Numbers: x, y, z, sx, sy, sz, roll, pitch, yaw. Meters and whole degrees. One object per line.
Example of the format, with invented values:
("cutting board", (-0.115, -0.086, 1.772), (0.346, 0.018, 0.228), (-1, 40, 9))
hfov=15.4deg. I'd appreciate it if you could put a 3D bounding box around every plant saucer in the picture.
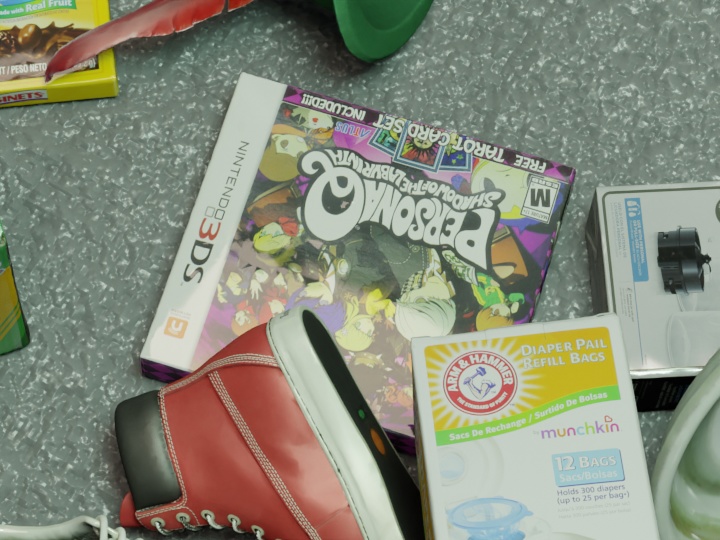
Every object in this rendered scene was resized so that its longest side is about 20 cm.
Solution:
("plant saucer", (0.223, 0.070, 1.360), (0.200, 0.200, 0.050), (-28, 48, -12))

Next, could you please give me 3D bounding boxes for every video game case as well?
("video game case", (0.000, 0.000, 1.462), (0.200, 0.036, 0.182), (17, 70, 5))

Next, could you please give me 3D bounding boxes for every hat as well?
("hat", (-0.059, -0.207, 1.496), (0.176, 0.166, 0.200), (10, 30, 22))

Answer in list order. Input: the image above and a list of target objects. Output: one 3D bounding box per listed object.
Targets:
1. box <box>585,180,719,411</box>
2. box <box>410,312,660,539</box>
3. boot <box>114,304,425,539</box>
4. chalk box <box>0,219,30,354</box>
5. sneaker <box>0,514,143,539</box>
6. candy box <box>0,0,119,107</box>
("box", (0.229, 0.011, 1.451), (0.199, 0.060, 0.117), (-2, 68, -2))
("box", (0.089, 0.135, 1.321), (0.112, 0.101, 0.200), (-6, 59, -1))
("boot", (-0.044, 0.138, 1.398), (0.144, 0.072, 0.200), (-29, 87, 13))
("chalk box", (-0.254, -0.029, 1.379), (0.124, 0.200, 0.125), (-18, 69, -8))
("sneaker", (-0.127, 0.164, 1.353), (0.199, 0.071, 0.073), (0, 29, 6))
("candy box", (-0.242, -0.139, 1.519), (0.199, 0.026, 0.102), (-6, 66, -4))
